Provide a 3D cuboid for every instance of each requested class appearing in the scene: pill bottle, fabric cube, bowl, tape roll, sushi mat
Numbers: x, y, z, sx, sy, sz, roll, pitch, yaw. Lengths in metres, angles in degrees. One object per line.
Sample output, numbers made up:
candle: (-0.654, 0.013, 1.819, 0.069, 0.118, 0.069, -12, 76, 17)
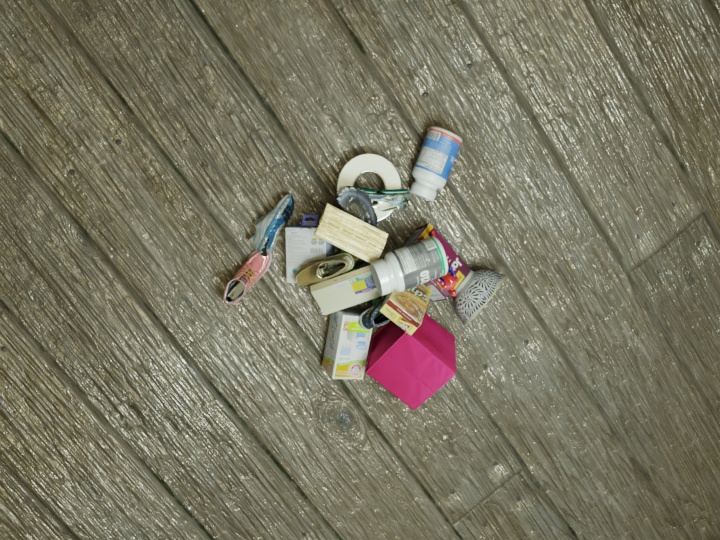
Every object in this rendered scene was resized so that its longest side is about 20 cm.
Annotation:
pill bottle: (0.133, -0.009, 1.487, 0.196, 0.113, 0.116, -20, 100, -8)
fabric cube: (0.154, 0.255, 1.636, 0.198, 0.197, 0.200, 37, 116, -11)
pill bottle: (0.221, -0.319, 1.625, 0.110, 0.112, 0.204, 21, 97, -8)
bowl: (0.351, 0.062, 1.667, 0.094, 0.201, 0.202, 39, 93, 5)
tape roll: (0.023, -0.249, 1.637, 0.197, 0.071, 0.208, -1, 99, -6)
sushi mat: (-0.024, -0.099, 1.493, 0.197, 0.012, 0.097, 26, 90, -10)

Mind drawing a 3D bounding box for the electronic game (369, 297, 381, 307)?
electronic game: (0.125, 0.080, 1.712, 0.195, 0.042, 0.205, -1, 99, -5)

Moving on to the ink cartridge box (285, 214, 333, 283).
ink cartridge box: (-0.153, -0.065, 1.627, 0.133, 0.076, 0.205, 2, 101, 14)

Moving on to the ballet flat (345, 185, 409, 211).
ballet flat: (0.047, -0.207, 1.578, 0.195, 0.074, 0.076, 3, 99, -4)

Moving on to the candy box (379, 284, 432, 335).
candy box: (0.136, 0.087, 1.563, 0.115, 0.201, 0.056, 38, 121, -3)

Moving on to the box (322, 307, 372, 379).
box: (-0.041, 0.227, 1.675, 0.110, 0.101, 0.205, 7, 98, -25)

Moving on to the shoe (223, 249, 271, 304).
shoe: (-0.341, 0.018, 1.630, 0.071, 0.091, 0.201, 39, 93, -10)

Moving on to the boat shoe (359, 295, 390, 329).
boat shoe: (0.088, 0.108, 1.616, 0.199, 0.090, 0.071, -40, 101, -25)

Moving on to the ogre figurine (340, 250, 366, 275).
ogre figurine: (0.000, 0.000, 1.659, 0.120, 0.098, 0.201, -42, 103, -2)

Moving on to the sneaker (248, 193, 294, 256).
sneaker: (-0.275, -0.151, 1.626, 0.086, 0.075, 0.203, 28, 83, 21)

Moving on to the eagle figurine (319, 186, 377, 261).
eagle figurine: (-0.021, -0.133, 1.556, 0.149, 0.151, 0.204, -19, 87, 5)

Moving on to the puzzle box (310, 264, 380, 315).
puzzle box: (-0.036, 0.059, 1.582, 0.196, 0.026, 0.134, -18, 142, 4)

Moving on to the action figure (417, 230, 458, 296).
action figure: (0.235, -0.015, 1.583, 0.064, 0.052, 0.203, -27, 94, -15)

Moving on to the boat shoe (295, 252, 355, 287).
boat shoe: (-0.113, 0.000, 1.544, 0.197, 0.076, 0.073, -24, 96, 24)

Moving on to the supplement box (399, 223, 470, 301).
supplement box: (0.218, -0.022, 1.659, 0.200, 0.103, 0.131, 45, 71, -11)
